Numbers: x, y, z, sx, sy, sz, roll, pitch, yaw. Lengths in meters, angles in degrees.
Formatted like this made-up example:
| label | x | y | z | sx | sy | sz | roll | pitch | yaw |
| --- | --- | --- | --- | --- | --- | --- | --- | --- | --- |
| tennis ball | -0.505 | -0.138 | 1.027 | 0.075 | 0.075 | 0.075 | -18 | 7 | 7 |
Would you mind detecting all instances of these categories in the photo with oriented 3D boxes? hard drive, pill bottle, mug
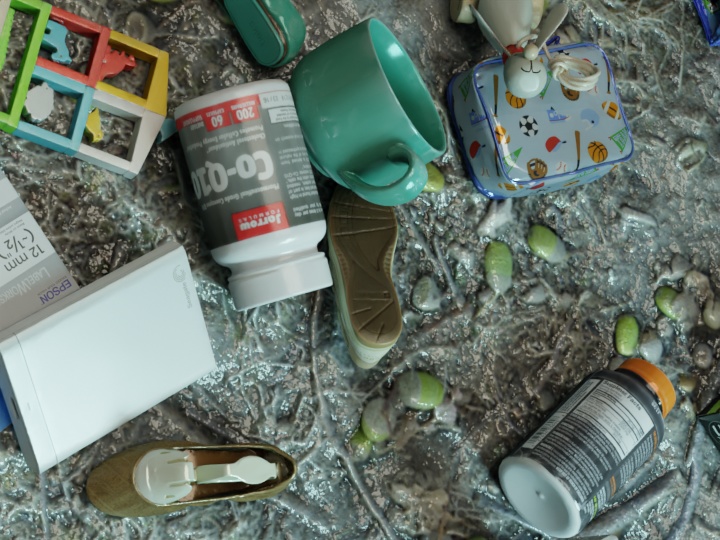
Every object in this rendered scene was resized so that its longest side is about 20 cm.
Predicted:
| label | x | y | z | sx | sy | sz | roll | pitch | yaw |
| --- | --- | --- | --- | --- | --- | --- | --- | --- | --- |
| hard drive | -0.225 | 0.075 | 1.415 | 0.200 | 0.027 | 0.132 | -31 | 121 | -34 |
| pill bottle | -0.097 | -0.070 | 1.503 | 0.114 | 0.114 | 0.201 | -15 | 90 | -31 |
| pill bottle | 0.242 | 0.175 | 1.641 | 0.200 | 0.106 | 0.106 | -39 | 98 | -31 |
| mug | -0.003 | -0.148 | 1.548 | 0.152 | 0.114 | 0.185 | 58 | 18 | -17 |

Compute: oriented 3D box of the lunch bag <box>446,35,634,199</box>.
| label | x | y | z | sx | sy | sz | roll | pitch | yaw |
| --- | --- | --- | --- | --- | --- | --- | --- | --- | --- |
| lunch bag | 0.196 | -0.167 | 1.721 | 0.200 | 0.076 | 0.161 | -14 | 82 | -31 |

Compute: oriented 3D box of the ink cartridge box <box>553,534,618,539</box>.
| label | x | y | z | sx | sy | sz | roll | pitch | yaw |
| --- | --- | --- | --- | --- | --- | --- | --- | --- | --- |
| ink cartridge box | 0.184 | 0.337 | 1.515 | 0.085 | 0.200 | 0.145 | -22 | 89 | -28 |

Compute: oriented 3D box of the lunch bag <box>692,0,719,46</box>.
| label | x | y | z | sx | sy | sz | roll | pitch | yaw |
| --- | --- | --- | --- | --- | --- | --- | --- | --- | --- |
| lunch bag | 0.471 | -0.364 | 1.924 | 0.150 | 0.094 | 0.201 | -14 | 94 | -34 |

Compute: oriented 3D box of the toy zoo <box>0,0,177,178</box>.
| label | x | y | z | sx | sy | sz | roll | pitch | yaw |
| --- | --- | --- | --- | --- | --- | --- | --- | --- | --- |
| toy zoo | -0.259 | -0.170 | 1.495 | 0.200 | 0.020 | 0.132 | 20 | 69 | -24 |

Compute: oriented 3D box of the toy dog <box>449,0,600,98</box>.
| label | x | y | z | sx | sy | sz | roll | pitch | yaw |
| --- | --- | --- | --- | --- | --- | --- | --- | --- | --- |
| toy dog | 0.163 | -0.269 | 1.660 | 0.132 | 0.097 | 0.200 | -13 | 42 | -27 |

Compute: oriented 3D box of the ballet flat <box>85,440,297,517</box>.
| label | x | y | z | sx | sy | sz | roll | pitch | yaw |
| --- | --- | --- | --- | --- | --- | --- | --- | --- | --- |
| ballet flat | -0.144 | 0.185 | 1.440 | 0.200 | 0.072 | 0.068 | 2 | 77 | -29 |

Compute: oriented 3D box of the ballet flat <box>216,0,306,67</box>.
| label | x | y | z | sx | sy | sz | roll | pitch | yaw |
| --- | --- | --- | --- | --- | --- | --- | --- | --- | --- |
| ballet flat | -0.120 | -0.294 | 1.589 | 0.200 | 0.067 | 0.070 | 58 | 35 | -5 |

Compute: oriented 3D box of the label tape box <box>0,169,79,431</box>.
| label | x | y | z | sx | sy | sz | roll | pitch | yaw |
| --- | --- | --- | --- | --- | --- | --- | --- | --- | --- |
| label tape box | -0.325 | 0.028 | 1.383 | 0.143 | 0.066 | 0.200 | -36 | 95 | -31 |

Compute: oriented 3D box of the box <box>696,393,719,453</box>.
| label | x | y | z | sx | sy | sz | roll | pitch | yaw |
| --- | --- | --- | --- | --- | --- | --- | --- | --- | --- |
| box | 0.504 | 0.196 | 1.772 | 0.148 | 0.124 | 0.200 | -37 | 98 | -31 |

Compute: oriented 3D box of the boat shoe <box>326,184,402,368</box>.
| label | x | y | z | sx | sy | sz | roll | pitch | yaw |
| --- | --- | --- | --- | --- | --- | --- | --- | --- | --- |
| boat shoe | 0.000 | 0.000 | 1.575 | 0.072 | 0.065 | 0.200 | 2 | 58 | -16 |
